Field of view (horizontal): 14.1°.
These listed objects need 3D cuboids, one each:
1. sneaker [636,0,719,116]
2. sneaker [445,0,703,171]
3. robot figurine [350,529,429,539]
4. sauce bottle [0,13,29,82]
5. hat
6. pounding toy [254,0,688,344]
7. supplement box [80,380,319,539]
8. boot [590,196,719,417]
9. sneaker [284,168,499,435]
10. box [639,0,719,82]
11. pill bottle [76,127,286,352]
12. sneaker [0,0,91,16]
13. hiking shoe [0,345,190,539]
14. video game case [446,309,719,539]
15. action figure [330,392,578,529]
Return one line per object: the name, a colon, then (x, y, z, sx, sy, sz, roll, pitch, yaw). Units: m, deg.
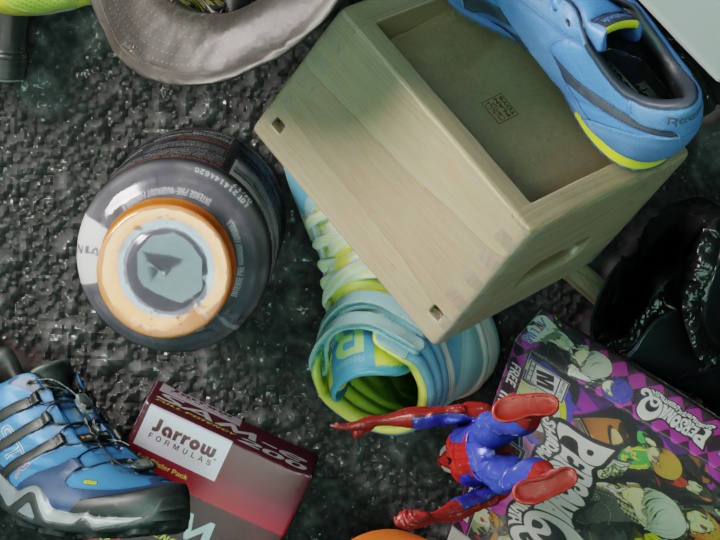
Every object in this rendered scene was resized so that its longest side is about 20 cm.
sneaker: (0.202, -0.139, 1.624, 0.200, 0.091, 0.076, -6, 135, 22)
sneaker: (0.105, -0.141, 1.511, 0.066, 0.078, 0.200, -40, 80, -21)
robot figurine: (0.043, 0.214, 1.631, 0.117, 0.200, 0.144, -52, 127, -15)
sauce bottle: (-0.198, -0.207, 1.627, 0.065, 0.065, 0.200, 9, 100, 0)
hat: (-0.043, -0.173, 1.503, 0.200, 0.081, 0.201, -16, 60, 30)
pounding toy: (0.072, -0.053, 1.588, 0.184, 0.200, 0.142, 50, 130, 12)
supplement box: (-0.114, 0.179, 1.692, 0.109, 0.061, 0.200, 24, 99, -2)
boot: (0.238, 0.003, 1.602, 0.200, 0.076, 0.168, -44, 135, 12)
sneaker: (0.000, 0.000, 1.616, 0.079, 0.131, 0.200, -27, 98, 30)
box: (0.150, -0.214, 1.527, 0.106, 0.200, 0.152, -44, 116, 8)
pill bottle: (-0.098, -0.016, 1.587, 0.106, 0.200, 0.106, 0, 99, 2)
sneaker: (-0.115, -0.183, 1.585, 0.200, 0.090, 0.078, -19, 116, -14)
hiking shoe: (-0.172, 0.096, 1.628, 0.200, 0.074, 0.087, 15, 100, 40)
video game case: (0.145, 0.138, 1.608, 0.181, 0.036, 0.200, 33, 140, 15)
action figure: (0.045, 0.100, 1.524, 0.099, 0.200, 0.065, -12, 86, -7)
